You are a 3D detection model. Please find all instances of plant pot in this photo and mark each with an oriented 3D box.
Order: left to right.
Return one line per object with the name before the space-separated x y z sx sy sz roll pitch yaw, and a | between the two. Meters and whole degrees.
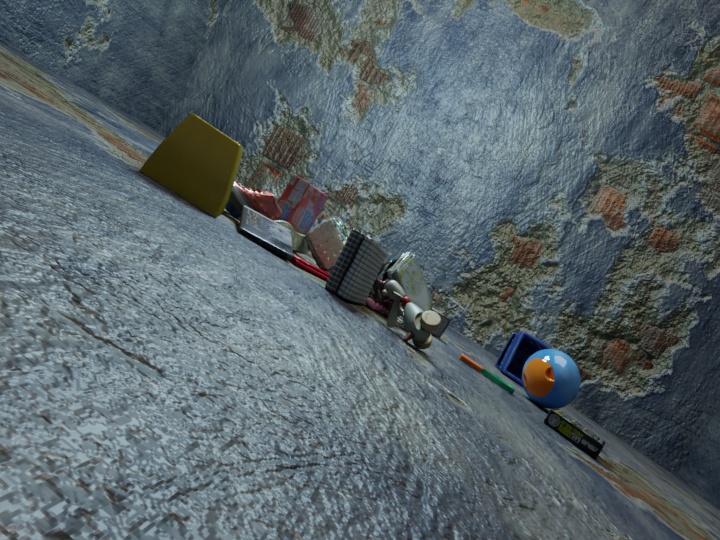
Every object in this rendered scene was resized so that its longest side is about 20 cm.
plant pot | -0.390 -0.266 1.338 0.197 0.179 0.200 31 2 -13
plant pot | 0.711 0.392 2.361 0.197 0.203 0.180 31 -4 -3

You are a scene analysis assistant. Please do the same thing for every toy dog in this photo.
toy dog | 0.105 0.113 1.329 0.095 0.135 0.199 -17 27 -30

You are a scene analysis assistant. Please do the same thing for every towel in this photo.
towel | -0.009 -0.010 1.390 0.084 0.169 0.200 26 1 14
towel | 0.147 0.062 1.590 0.171 0.047 0.204 -40 111 -58

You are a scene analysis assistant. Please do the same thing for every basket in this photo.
basket | -0.081 -0.070 1.621 0.179 0.137 0.200 61 -3 0

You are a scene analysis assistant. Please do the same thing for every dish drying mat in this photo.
dish drying mat | -0.130 -0.007 1.462 0.076 0.018 0.199 34 3 38

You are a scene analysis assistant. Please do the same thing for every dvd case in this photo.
dvd case | -0.242 -0.103 1.403 0.146 0.016 0.201 29 15 -19

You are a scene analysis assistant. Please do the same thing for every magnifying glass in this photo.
magnifying glass | 0.400 0.326 1.719 0.198 0.023 0.080 35 3 4

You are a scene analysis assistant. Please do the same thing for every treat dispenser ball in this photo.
treat dispenser ball | 0.667 0.379 1.905 0.198 0.204 0.201 32 3 -2

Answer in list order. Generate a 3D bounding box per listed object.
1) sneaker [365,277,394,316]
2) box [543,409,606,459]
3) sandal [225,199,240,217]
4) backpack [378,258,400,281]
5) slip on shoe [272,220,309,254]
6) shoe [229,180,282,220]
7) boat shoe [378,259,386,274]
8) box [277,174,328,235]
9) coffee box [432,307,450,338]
sneaker | 0.075 0.076 1.564 0.078 0.097 0.199 31 0 34
box | 0.611 0.459 1.543 0.159 0.045 0.199 34 3 28
sandal | -0.317 -0.175 1.604 0.087 0.081 0.199 38 11 31
backpack | 0.105 0.046 1.758 0.124 0.170 0.200 23 -12 -2
slip on shoe | -0.215 -0.094 1.591 0.060 0.076 0.199 8 -9 27
shoe | -0.304 -0.205 1.516 0.201 0.091 0.071 53 -24 -23
boat shoe | 0.003 -0.005 1.579 0.074 0.075 0.202 37 -35 -9
box | -0.202 -0.179 1.699 0.102 0.203 0.094 33 3 42
coffee box | 0.212 0.151 1.964 0.198 0.081 0.114 32 3 -20
